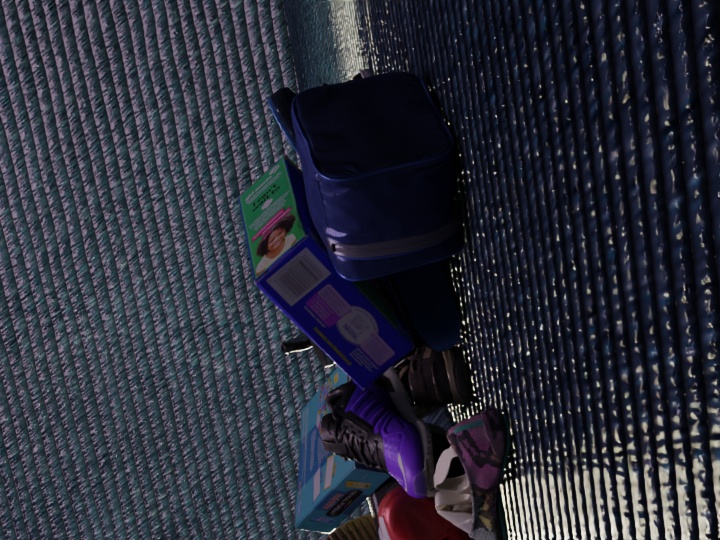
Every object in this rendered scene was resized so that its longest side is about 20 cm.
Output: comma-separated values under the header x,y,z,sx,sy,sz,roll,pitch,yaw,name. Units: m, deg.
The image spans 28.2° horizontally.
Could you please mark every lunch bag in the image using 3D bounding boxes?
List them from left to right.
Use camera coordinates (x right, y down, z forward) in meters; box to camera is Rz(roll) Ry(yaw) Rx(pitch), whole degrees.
x,y,z,sx,sy,sz,roll,pitch,yaw,name
0.014,-0.088,1.346,0.200,0.135,0.133,-108,8,-54,lunch bag

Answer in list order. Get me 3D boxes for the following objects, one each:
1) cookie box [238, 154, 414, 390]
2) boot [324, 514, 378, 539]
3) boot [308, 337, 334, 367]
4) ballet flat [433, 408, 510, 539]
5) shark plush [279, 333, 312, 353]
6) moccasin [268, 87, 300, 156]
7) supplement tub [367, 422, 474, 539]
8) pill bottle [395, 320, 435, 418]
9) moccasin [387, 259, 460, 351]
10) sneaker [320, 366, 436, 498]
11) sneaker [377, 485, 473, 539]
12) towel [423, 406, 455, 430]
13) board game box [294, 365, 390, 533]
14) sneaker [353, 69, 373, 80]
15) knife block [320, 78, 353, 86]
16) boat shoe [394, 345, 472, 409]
x,y,z,sx,sy,sz,roll,pitch,yaw,name
-0.038,-0.002,1.452,0.171,0.075,0.200,46,-169,-27,cookie box
0.037,0.355,1.712,0.167,0.199,0.073,104,150,-48,boot
0.000,-0.001,1.642,0.074,0.153,0.205,107,152,-71,boot
0.104,0.200,1.342,0.201,0.071,0.069,83,179,-48,ballet flat
-0.011,0.075,1.855,0.083,0.200,0.091,-2,119,59,shark plush
-0.015,-0.121,1.523,0.200,0.068,0.081,48,-168,-15,moccasin
0.074,0.263,1.558,0.200,0.122,0.123,-109,9,-64,supplement tub
0.030,0.079,1.727,0.112,0.111,0.201,86,172,-59,pill bottle
0.049,-0.010,1.469,0.068,0.080,0.201,78,-179,-78,moccasin
0.013,0.172,1.438,0.200,0.099,0.070,-119,20,-62,sneaker
0.104,0.293,1.392,0.200,0.078,0.115,47,169,-11,sneaker
0.059,0.198,1.765,0.145,0.024,0.200,-56,21,16,towel
-0.018,0.191,1.617,0.200,0.047,0.152,128,149,-55,board game box
-0.019,-0.145,1.788,0.073,0.111,0.201,-111,10,-60,sneaker
-0.009,-0.155,1.961,0.176,0.064,0.201,-107,7,-60,knife block
0.069,0.111,1.547,0.200,0.073,0.075,130,129,-84,boat shoe
